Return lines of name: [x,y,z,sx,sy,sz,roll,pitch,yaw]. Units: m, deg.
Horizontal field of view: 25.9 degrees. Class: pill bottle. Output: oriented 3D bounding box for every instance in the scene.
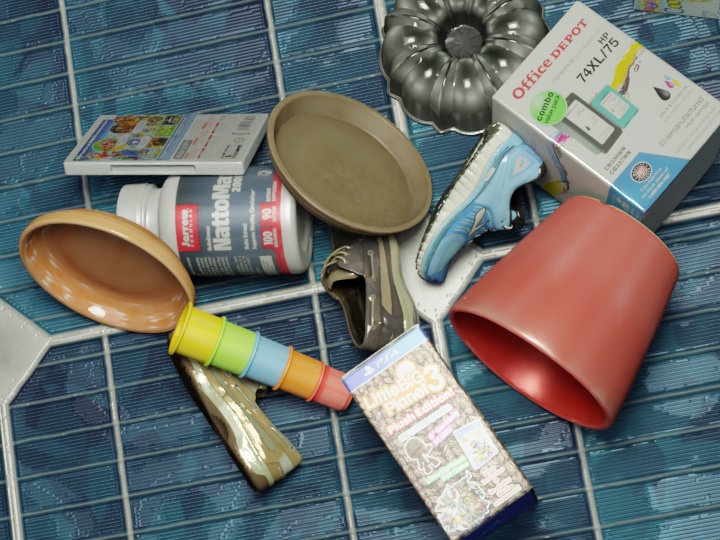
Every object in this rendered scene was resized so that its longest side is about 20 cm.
pill bottle: [-0.158,-0.052,1.707,0.200,0.120,0.120,-2,78,9]

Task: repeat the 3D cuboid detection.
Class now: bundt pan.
bundt pan: [0.113,-0.255,1.730,0.201,0.076,0.202,-2,78,9]

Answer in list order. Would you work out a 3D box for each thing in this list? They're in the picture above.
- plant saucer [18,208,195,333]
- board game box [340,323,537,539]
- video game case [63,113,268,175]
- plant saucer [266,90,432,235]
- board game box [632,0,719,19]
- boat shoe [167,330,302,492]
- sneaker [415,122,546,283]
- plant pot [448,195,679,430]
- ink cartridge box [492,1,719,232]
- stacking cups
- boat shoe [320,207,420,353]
plant saucer: [-0.268,-0.004,1.682,0.200,0.200,0.038,13,56,11]
board game box: [0.083,0.175,1.599,0.097,0.159,0.200,-35,76,-1]
video game case: [-0.212,-0.141,1.734,0.200,0.143,0.018,1,117,9]
plant saucer: [-0.015,-0.112,1.684,0.200,0.200,0.029,50,131,15]
board game box: [0.362,-0.390,1.705,0.103,0.105,0.200,9,80,10]
boat shoe: [-0.134,0.140,1.696,0.076,0.072,0.200,-31,82,-14]
sneaker: [0.126,-0.055,1.651,0.090,0.078,0.200,30,124,-4]
plant pot: [0.220,0.034,1.601,0.200,0.200,0.177,34,77,14]
ink cartridge box: [0.257,-0.147,1.641,0.200,0.146,0.147,39,80,15]
stacking cups: [-0.102,0.099,1.661,0.200,0.061,0.061,24,82,-10]
boat shoe: [0.000,0.000,1.671,0.075,0.073,0.200,-50,52,41]
